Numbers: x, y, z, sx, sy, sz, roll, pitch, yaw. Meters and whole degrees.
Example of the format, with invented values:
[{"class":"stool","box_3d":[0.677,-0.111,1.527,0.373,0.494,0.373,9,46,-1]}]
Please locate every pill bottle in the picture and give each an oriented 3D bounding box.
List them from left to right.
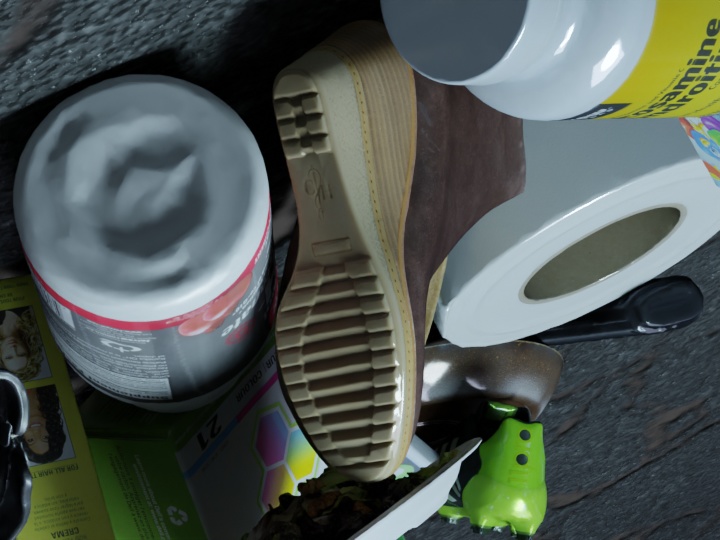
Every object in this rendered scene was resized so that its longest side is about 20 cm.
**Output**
[{"class":"pill bottle","box_3d":[-0.093,-0.002,1.265,0.111,0.111,0.200,-24,162,-8]},{"class":"pill bottle","box_3d":[0.101,-0.121,1.207,0.200,0.112,0.112,-5,152,-50]}]

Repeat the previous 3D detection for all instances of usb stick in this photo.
[{"class":"usb stick","box_3d":[0.146,0.026,1.708,0.055,0.033,0.200,-14,-179,-21]}]

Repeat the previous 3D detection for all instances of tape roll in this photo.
[{"class":"tape roll","box_3d":[0.118,-0.037,1.539,0.202,0.071,0.202,-25,163,-8]}]

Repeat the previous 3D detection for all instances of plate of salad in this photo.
[{"class":"plate of salad","box_3d":[-0.030,0.129,1.296,0.200,0.048,0.200,-35,178,-2]}]

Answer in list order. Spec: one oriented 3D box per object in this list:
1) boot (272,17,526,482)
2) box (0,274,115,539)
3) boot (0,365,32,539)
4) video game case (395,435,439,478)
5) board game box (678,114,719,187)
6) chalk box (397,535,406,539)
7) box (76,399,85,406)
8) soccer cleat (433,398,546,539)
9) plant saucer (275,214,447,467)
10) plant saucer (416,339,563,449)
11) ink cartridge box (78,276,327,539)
[{"class":"boot","box_3d":[0.032,-0.018,1.258,0.072,0.201,0.166,1,-167,36]},{"class":"box","box_3d":[-0.155,0.108,1.329,0.050,0.200,0.075,-11,157,-20]},{"class":"boot","box_3d":[-0.192,0.083,1.245,0.070,0.132,0.200,-24,143,-18]},{"class":"video game case","box_3d":[-0.057,0.131,1.628,0.182,0.023,0.200,-25,158,8]},{"class":"board game box","box_3d":[0.258,-0.113,1.328,0.200,0.105,0.103,-48,144,-6]},{"class":"chalk box","box_3d":[-0.067,0.207,1.866,0.200,0.125,0.124,-20,161,-17]},{"class":"box","box_3d":[-0.107,0.118,1.651,0.200,0.048,0.158,-9,156,-29]},{"class":"soccer cleat","box_3d":[0.078,0.122,1.738,0.067,0.081,0.200,11,177,-13]},{"class":"plant saucer","box_3d":[0.000,0.000,1.368,0.035,0.201,0.200,13,171,16]},{"class":"plant saucer","box_3d":[0.035,0.093,1.775,0.200,0.032,0.200,-10,161,-4]},{"class":"ink cartridge box","box_3d":[-0.058,0.123,1.450,0.076,0.200,0.148,-1,-148,34]}]
